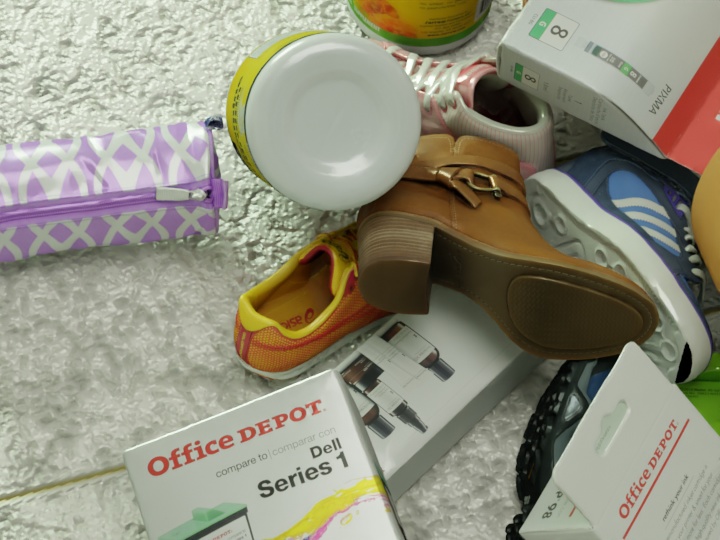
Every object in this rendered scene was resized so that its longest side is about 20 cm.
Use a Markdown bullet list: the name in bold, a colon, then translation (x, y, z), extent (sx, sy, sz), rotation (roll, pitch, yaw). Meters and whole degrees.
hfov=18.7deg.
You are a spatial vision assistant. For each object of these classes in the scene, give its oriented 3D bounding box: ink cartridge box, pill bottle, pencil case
- **ink cartridge box**: translation (0.176, 0.151, 1.314), extent (0.200, 0.067, 0.116), rotation (48, 57, -21)
- **ink cartridge box**: translation (0.216, -0.155, 1.466), extent (0.200, 0.050, 0.161), rotation (27, 65, 17)
- **ink cartridge box**: translation (-0.042, 0.180, 1.303), extent (0.145, 0.084, 0.200), rotation (-21, 65, 0)
- **pill bottle**: translation (0.050, -0.257, 1.556), extent (0.111, 0.200, 0.111), rotation (2, 56, -3)
- **pill bottle**: translation (-0.030, -0.103, 1.441), extent (0.112, 0.200, 0.112), rotation (-1, 97, -9)
- **pencil case**: translation (-0.186, -0.049, 1.467), extent (0.200, 0.084, 0.086), rotation (-9, 27, -6)

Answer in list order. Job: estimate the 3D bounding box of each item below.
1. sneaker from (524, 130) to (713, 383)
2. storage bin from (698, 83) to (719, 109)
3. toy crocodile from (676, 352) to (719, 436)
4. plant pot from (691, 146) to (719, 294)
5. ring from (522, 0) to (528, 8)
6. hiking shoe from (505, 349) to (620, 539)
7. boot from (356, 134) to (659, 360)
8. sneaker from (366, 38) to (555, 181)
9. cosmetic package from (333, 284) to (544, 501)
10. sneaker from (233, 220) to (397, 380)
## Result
- **sneaker**: translation (0.215, -0.017, 1.470), extent (0.146, 0.081, 0.200), rotation (-17, 47, -27)
- **storage bin**: translation (0.235, -0.178, 1.563), extent (0.135, 0.094, 0.200), rotation (-36, 68, -24)
- **toy crocodile**: translation (0.271, 0.095, 1.434), extent (0.200, 0.062, 0.068), rotation (-2, 56, -1)
- **plant pot**: translation (0.302, -0.019, 1.371), extent (0.200, 0.200, 0.140), rotation (-19, 43, -16)
- **ring**: translation (0.220, -0.187, 1.634), extent (0.200, 0.019, 0.201), rotation (3, 57, -4)
- **hiking shoe**: translation (0.146, 0.137, 1.393), extent (0.087, 0.074, 0.200), rotation (21, 63, -7)
- **boot**: translation (0.097, -0.020, 1.425), extent (0.200, 0.077, 0.155), rotation (6, 36, 4)
- **sneaker**: translation (0.055, -0.128, 1.531), extent (0.200, 0.105, 0.075), rotation (34, 62, 18)
- **cosmetic package**: translation (0.051, 0.064, 1.435), extent (0.083, 0.051, 0.200), rotation (39, 62, 18)
- **sneaker**: translation (0.000, 0.000, 1.457), extent (0.073, 0.077, 0.200), rotation (39, 58, 20)
